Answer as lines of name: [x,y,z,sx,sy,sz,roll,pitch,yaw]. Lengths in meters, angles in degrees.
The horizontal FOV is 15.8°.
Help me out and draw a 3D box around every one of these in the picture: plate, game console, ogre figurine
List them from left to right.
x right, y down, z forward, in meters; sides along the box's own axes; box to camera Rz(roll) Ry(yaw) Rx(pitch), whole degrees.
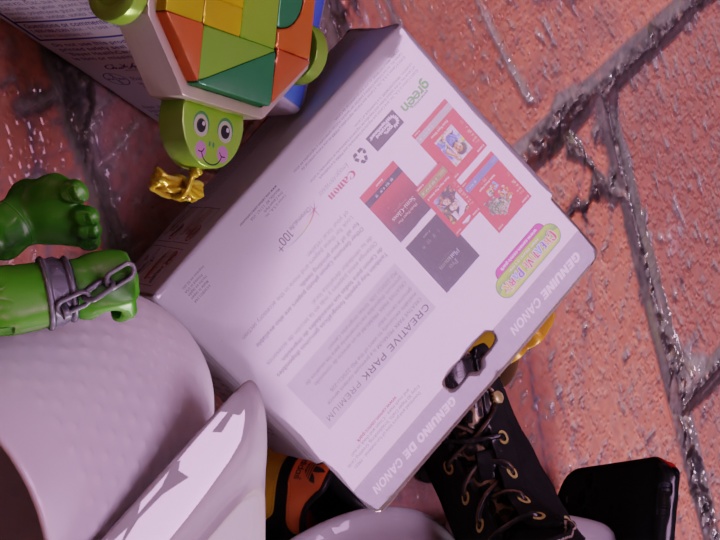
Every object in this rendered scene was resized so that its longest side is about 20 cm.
ogre figurine: [-0.203,-0.026,1.182,0.120,0.098,0.200,-36,86,-29]
plate: [-0.100,0.177,1.243,0.200,0.032,0.201,-48,157,-31]
game console: [0.156,0.224,1.665,0.031,0.177,0.202,8,80,-12]

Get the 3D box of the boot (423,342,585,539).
boot: [0.073,0.119,1.424,0.151,0.073,0.200,65,3,8]

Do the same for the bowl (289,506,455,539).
bowl: [0.002,0.236,1.426,0.200,0.090,0.202,-23,133,-27]

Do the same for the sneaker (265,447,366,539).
sneaker: [-0.012,0.178,1.485,0.201,0.089,0.070,58,46,-35]

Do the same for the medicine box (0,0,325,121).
medicine box: [-0.106,-0.200,1.354,0.200,0.102,0.184,33,63,-49]

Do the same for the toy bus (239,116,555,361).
toy bus: [0.023,-0.019,1.502,0.200,0.065,0.078,50,46,-13]

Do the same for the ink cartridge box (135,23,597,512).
ink cartridge box: [0.000,0.000,1.406,0.176,0.084,0.200,46,77,-16]

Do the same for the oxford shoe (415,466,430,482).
oxford shoe: [0.036,0.070,1.561,0.200,0.084,0.073,34,65,-46]

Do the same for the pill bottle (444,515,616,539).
pill bottle: [0.097,0.253,1.616,0.110,0.110,0.202,19,75,-52]

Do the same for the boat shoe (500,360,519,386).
boat shoe: [0.055,-0.018,1.599,0.069,0.073,0.201,-78,155,-57]

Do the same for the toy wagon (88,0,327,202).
toy wagon: [-0.069,-0.133,1.284,0.155,0.039,0.202,14,79,-53]

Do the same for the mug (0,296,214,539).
mug: [-0.149,0.108,1.254,0.175,0.147,0.202,-34,117,-52]
